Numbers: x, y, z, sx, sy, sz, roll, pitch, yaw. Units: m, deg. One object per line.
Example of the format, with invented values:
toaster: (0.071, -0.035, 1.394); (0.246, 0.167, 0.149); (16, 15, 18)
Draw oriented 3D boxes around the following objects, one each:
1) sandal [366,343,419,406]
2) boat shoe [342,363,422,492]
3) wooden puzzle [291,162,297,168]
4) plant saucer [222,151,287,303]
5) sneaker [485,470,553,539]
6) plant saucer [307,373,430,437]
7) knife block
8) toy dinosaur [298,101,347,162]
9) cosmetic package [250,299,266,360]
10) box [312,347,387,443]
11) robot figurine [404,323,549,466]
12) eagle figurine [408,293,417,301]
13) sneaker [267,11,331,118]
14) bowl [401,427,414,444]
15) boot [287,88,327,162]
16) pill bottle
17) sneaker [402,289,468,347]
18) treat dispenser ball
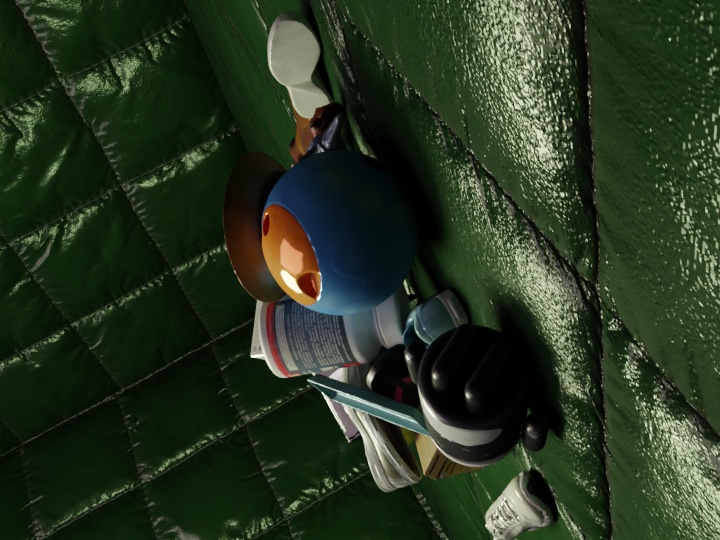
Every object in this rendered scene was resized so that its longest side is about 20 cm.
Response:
sandal: (0.062, 0.160, 1.220); (0.045, 0.075, 0.200); (40, 172, 31)
boat shoe: (0.031, 0.219, 1.298); (0.074, 0.064, 0.206); (-5, -104, -62)
wooden puzzle: (-0.056, -0.061, 1.485); (0.200, 0.037, 0.188); (42, 141, 36)
plant saucer: (-0.115, -0.060, 1.188); (0.199, 0.035, 0.205); (21, -113, -62)
sneaker: (0.217, 0.339, 1.236); (0.076, 0.080, 0.201); (61, 171, 27)
plant saucer: (0.015, 0.181, 1.208); (0.198, 0.019, 0.070); (14, 158, 42)
knife block: (0.108, 0.217, 1.288); (0.174, 0.065, 0.198); (35, -163, 33)
toy dinosaur: (-0.065, -0.173, 1.300); (0.200, 0.103, 0.185); (52, 138, 50)
cosmetic package: (-0.101, 0.043, 1.392); (0.084, 0.106, 0.205); (-6, 74, 44)
box: (0.035, 0.174, 1.456); (0.198, 0.104, 0.150); (-8, -118, -53)
robot figurine: (0.127, 0.139, 0.987); (0.201, 0.122, 0.152); (74, 177, -58)
eagle figurine: (0.006, -0.002, 1.345); (0.201, 0.149, 0.153); (53, -152, -28)
sneaker: (-0.093, -0.302, 1.237); (0.201, 0.074, 0.090); (75, 178, -64)
bowl: (0.073, 0.209, 1.620); (0.107, 0.198, 0.203); (-38, 75, 39)
boot: (-0.104, -0.264, 1.441); (0.203, 0.067, 0.188); (67, 173, -23)
pill bottle: (-0.032, 0.076, 1.237); (0.119, 0.196, 0.122); (-11, -90, -73)
sneaker: (0.089, 0.076, 1.197); (0.075, 0.081, 0.200); (62, 173, 13)
treat dispenser ball: (-0.026, -0.047, 1.101); (0.203, 0.198, 0.201); (61, 173, 13)
